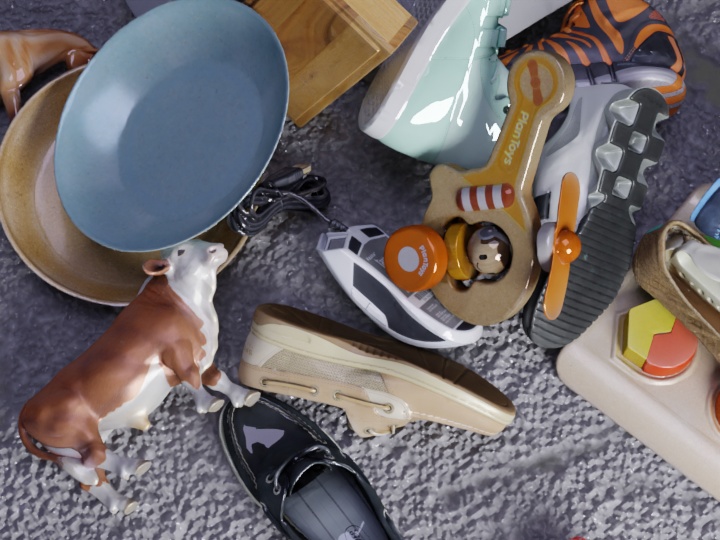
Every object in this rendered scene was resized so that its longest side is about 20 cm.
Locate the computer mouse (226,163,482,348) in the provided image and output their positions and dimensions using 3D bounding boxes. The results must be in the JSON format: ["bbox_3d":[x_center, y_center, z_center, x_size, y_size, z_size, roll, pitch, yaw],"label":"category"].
[{"bbox_3d":[0.000,0.000,1.315,0.200,0.044,0.110,39,29,10],"label":"computer mouse"}]

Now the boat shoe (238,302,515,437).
[{"bbox_3d":[0.011,0.084,1.284,0.199,0.071,0.065,20,100,5],"label":"boat shoe"}]

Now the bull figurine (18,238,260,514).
[{"bbox_3d":[-0.149,0.072,1.262,0.200,0.065,0.122,-43,67,3],"label":"bull figurine"}]

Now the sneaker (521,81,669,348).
[{"bbox_3d":[0.154,-0.042,1.318,0.088,0.074,0.201,18,85,49],"label":"sneaker"}]

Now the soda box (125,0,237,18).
[{"bbox_3d":[-0.104,-0.262,1.360,0.063,0.200,0.068,-8,59,-47],"label":"soda box"}]

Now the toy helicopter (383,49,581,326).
[{"bbox_3d":[0.108,-0.054,1.250,0.132,0.201,0.079,30,22,30],"label":"toy helicopter"}]

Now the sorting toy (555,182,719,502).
[{"bbox_3d":[0.270,0.051,1.316,0.185,0.037,0.200,37,70,14],"label":"sorting toy"}]

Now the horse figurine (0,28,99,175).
[{"bbox_3d":[-0.312,-0.154,1.384,0.199,0.050,0.133,20,74,4],"label":"horse figurine"}]

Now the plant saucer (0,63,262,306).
[{"bbox_3d":[-0.173,-0.063,1.349,0.198,0.035,0.202,1,70,-3],"label":"plant saucer"}]

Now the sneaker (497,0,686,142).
[{"bbox_3d":[0.149,-0.161,1.396,0.198,0.078,0.113,-2,51,2],"label":"sneaker"}]

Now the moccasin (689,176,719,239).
[{"bbox_3d":[0.323,-0.060,1.314,0.199,0.081,0.068,-23,66,-37],"label":"moccasin"}]

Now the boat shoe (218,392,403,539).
[{"bbox_3d":[-0.030,0.155,1.243,0.074,0.066,0.200,-30,70,-13],"label":"boat shoe"}]

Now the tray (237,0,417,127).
[{"bbox_3d":[-0.040,-0.172,1.305,0.099,0.200,0.037,42,68,-8],"label":"tray"}]

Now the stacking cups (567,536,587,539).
[{"bbox_3d":[0.096,0.264,1.210,0.060,0.061,0.200,37,65,14],"label":"stacking cups"}]

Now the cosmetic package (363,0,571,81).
[{"bbox_3d":[0.084,-0.222,1.385,0.199,0.107,0.091,-35,115,-15],"label":"cosmetic package"}]

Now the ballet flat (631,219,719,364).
[{"bbox_3d":[0.275,0.035,1.268,0.068,0.072,0.200,-37,71,-20],"label":"ballet flat"}]

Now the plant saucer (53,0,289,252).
[{"bbox_3d":[-0.130,-0.101,1.298,0.200,0.039,0.202,-11,64,24],"label":"plant saucer"}]

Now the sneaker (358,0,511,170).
[{"bbox_3d":[0.095,-0.164,1.302,0.118,0.074,0.201,27,101,-21],"label":"sneaker"}]
